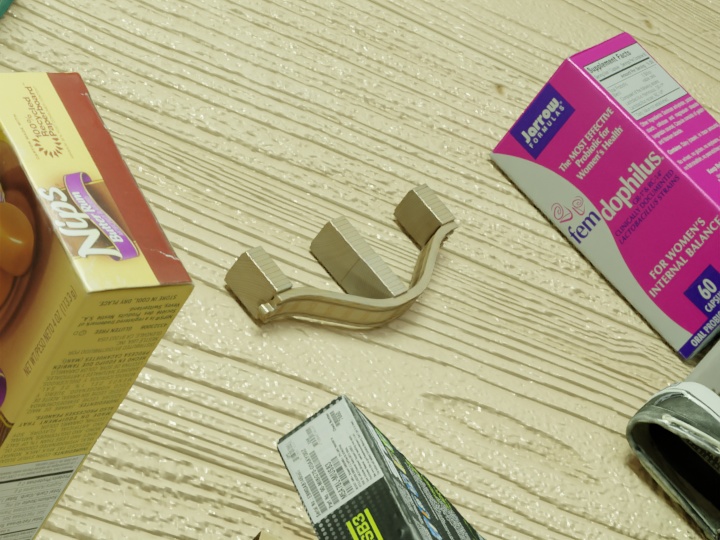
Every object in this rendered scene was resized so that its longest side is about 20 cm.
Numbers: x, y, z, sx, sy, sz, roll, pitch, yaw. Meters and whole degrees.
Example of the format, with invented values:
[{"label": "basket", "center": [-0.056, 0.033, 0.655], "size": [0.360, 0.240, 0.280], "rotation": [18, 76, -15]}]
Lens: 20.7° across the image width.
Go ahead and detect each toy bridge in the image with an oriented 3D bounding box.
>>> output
[{"label": "toy bridge", "center": [0.000, 0.000, 1.165], "size": [0.067, 0.027, 0.199], "rotation": [49, 35, 13]}]

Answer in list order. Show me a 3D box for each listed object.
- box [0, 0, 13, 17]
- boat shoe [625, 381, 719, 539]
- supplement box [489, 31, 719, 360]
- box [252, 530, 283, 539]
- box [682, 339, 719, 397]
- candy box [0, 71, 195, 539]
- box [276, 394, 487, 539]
[{"label": "box", "center": [-0.282, -0.214, 1.125], "size": [0.199, 0.049, 0.083], "rotation": [33, 34, -9]}, {"label": "boat shoe", "center": [0.242, 0.152, 1.188], "size": [0.200, 0.071, 0.064], "rotation": [40, 32, 16]}, {"label": "supplement box", "center": [0.203, -0.054, 1.357], "size": [0.200, 0.101, 0.103], "rotation": [47, 35, 13]}, {"label": "box", "center": [0.020, 0.225, 0.925], "size": [0.199, 0.021, 0.164], "rotation": [30, 34, -12]}, {"label": "box", "center": [0.361, 0.060, 1.285], "size": [0.200, 0.199, 0.171], "rotation": [47, 34, 14]}, {"label": "candy box", "center": [-0.153, 0.028, 0.828], "size": [0.056, 0.200, 0.117], "rotation": [-4, 53, -42]}, {"label": "box", "center": [0.055, 0.175, 0.864], "size": [0.193, 0.047, 0.201], "rotation": [52, 6, -45]}]
